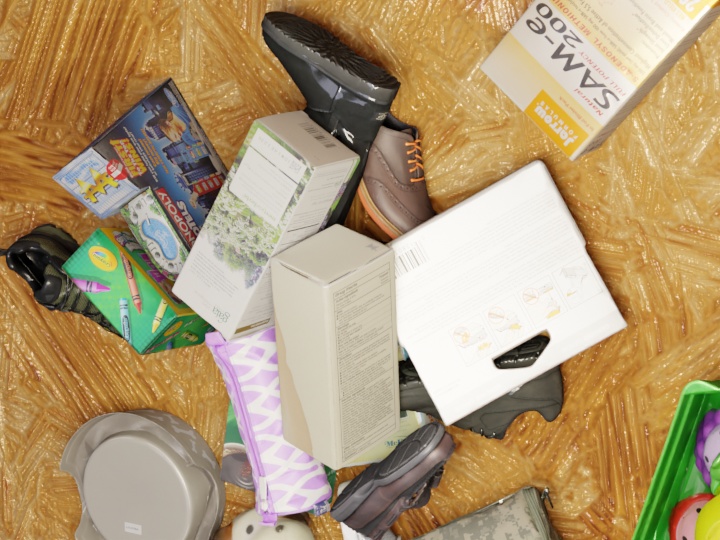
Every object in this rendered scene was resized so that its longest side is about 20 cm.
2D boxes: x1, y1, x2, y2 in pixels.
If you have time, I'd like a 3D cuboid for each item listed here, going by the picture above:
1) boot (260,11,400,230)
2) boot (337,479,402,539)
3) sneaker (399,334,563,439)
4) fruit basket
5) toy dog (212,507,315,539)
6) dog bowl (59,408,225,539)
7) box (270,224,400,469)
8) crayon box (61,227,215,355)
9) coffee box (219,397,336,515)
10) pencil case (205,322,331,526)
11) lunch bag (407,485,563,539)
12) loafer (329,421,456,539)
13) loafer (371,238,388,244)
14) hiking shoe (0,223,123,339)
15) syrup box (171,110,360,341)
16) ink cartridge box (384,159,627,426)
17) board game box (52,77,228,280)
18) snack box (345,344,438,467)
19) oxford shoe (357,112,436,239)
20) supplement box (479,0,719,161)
[{"bbox_3d":[-0.062,-0.124,1.600,0.164,0.065,0.201,38,120,28],"label":"boot"},{"bbox_3d":[0.046,0.303,1.724,0.090,0.073,0.202,-17,99,15],"label":"boot"},{"bbox_3d":[0.103,0.125,1.621,0.198,0.076,0.092,-9,108,14],"label":"sneaker"},{"bbox_3d":[0.328,0.214,1.476,0.154,0.215,0.218,22,112,19],"label":"fruit basket"},{"bbox_3d":[-0.074,0.342,1.761,0.138,0.194,0.202,-20,96,-15],"label":"toy dog"},{"bbox_3d":[-0.237,0.245,1.846,0.198,0.059,0.202,7,107,25],"label":"dog bowl"},{"bbox_3d":[-0.021,0.071,1.547,0.077,0.095,0.202,25,128,39],"label":"box"},{"bbox_3d":[-0.210,0.018,1.689,0.058,0.200,0.119,-45,82,9],"label":"crayon box"},{"bbox_3d":[-0.075,0.135,1.700,0.122,0.044,0.202,17,109,22],"label":"coffee box"},{"bbox_3d":[-0.092,0.147,1.637,0.084,0.085,0.202,-13,95,50],"label":"pencil case"},{"bbox_3d":[0.122,0.319,1.623,0.199,0.139,0.169,-25,76,7],"label":"lunch bag"},{"bbox_3d":[0.043,0.208,1.618,0.063,0.072,0.200,42,140,-6],"label":"loafer"},{"bbox_3d":[0.000,0.000,1.655,0.199,0.070,0.069,25,114,19],"label":"loafer"},{"bbox_3d":[-0.303,0.027,1.795,0.199,0.101,0.076,30,115,17],"label":"hiking shoe"},{"bbox_3d":[-0.089,-0.040,1.547,0.079,0.081,0.201,38,118,20],"label":"syrup box"},{"bbox_3d":[0.123,0.020,1.569,0.199,0.045,0.177,-29,92,4],"label":"ink cartridge box"},{"bbox_3d":[-0.207,-0.080,1.662,0.061,0.200,0.201,-32,88,28],"label":"board game box"},{"bbox_3d":[-0.021,0.143,1.722,0.198,0.037,0.117,-12,97,28],"label":"snack box"},{"bbox_3d":[0.034,-0.097,1.614,0.072,0.071,0.201,-38,85,25],"label":"oxford shoe"},{"bbox_3d":[0.219,-0.214,1.486,0.126,0.073,0.200,45,119,10],"label":"supplement box"}]
